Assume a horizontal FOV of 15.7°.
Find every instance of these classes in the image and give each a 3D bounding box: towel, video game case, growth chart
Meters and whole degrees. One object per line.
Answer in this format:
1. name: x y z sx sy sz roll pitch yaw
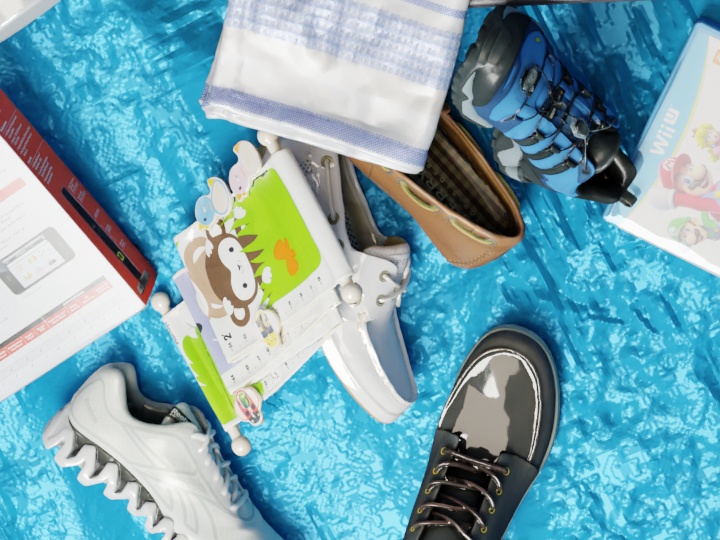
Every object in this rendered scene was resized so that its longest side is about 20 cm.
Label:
1. towel: -0.008 -0.166 1.544 0.147 0.024 0.200 18 109 8
2. video game case: 0.269 -0.051 1.621 0.200 0.018 0.143 27 111 6
3. growth chart: -0.070 0.010 1.679 0.145 0.018 0.200 55 136 17

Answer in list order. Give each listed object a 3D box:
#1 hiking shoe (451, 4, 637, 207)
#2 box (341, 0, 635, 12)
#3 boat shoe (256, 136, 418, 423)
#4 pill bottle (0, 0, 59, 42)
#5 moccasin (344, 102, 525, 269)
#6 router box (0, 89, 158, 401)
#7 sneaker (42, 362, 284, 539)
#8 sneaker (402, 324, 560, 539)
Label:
1. hiking shoe: 0.116 -0.098 1.557 0.087 0.200 0.075 24 83 22
2. box: 0.089 -0.240 1.567 0.199 0.107 0.149 -1 106 14
3. boat shoe: 0.000 0.000 1.676 0.069 0.071 0.200 -21 98 19
4. pill bottle: -0.266 -0.245 1.654 0.113 0.113 0.200 -34 94 20
5. moccasin: 0.026 -0.087 1.632 0.202 0.074 0.078 53 154 -3
6. router box: -0.267 -0.003 1.735 0.200 0.049 0.180 -31 110 20
7. sneaker: -0.116 0.141 1.750 0.200 0.075 0.081 37 102 2
8. sneaker: 0.073 0.139 1.677 0.075 0.106 0.200 18 109 9
